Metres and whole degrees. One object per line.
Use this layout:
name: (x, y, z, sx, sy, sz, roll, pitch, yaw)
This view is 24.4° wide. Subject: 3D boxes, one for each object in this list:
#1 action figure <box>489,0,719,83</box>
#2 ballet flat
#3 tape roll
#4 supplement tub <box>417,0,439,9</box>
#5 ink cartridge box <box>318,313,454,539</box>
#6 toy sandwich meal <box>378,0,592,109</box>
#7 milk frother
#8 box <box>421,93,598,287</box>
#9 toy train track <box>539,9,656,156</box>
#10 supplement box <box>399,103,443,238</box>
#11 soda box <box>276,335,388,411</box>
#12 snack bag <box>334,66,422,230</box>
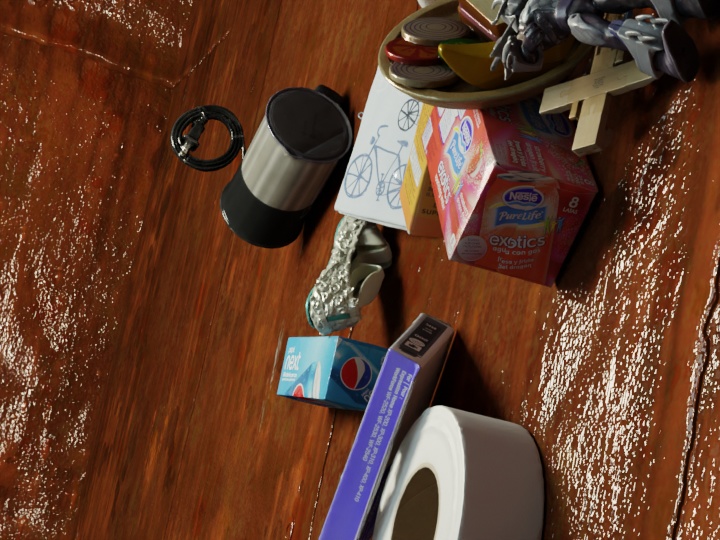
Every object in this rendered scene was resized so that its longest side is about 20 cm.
action figure: (0.170, -0.194, 1.236, 0.199, 0.069, 0.131, 12, 67, 48)
ballet flat: (0.000, 0.000, 1.765, 0.072, 0.071, 0.201, -62, 4, 39)
tape roll: (0.072, 0.213, 1.330, 0.202, 0.070, 0.204, -165, 90, -73)
supplement tub: (0.108, -0.325, 1.539, 0.201, 0.144, 0.146, -96, 26, -50)
ink cartridge box: (0.019, 0.153, 1.473, 0.200, 0.043, 0.200, -40, -30, -74)
toy sandwich meal: (0.108, -0.207, 1.373, 0.206, 0.203, 0.071, -99, -3, -54)
milk frother: (-0.131, -0.164, 2.122, 0.188, 0.198, 0.182, 123, 159, -47)
box: (0.120, -0.090, 1.383, 0.201, 0.095, 0.100, -99, 27, -55)
toy train track: (0.201, -0.171, 1.282, 0.114, 0.032, 0.201, -13, 52, 47)
supplement box: (0.089, -0.127, 1.521, 0.069, 0.066, 0.201, -100, 18, -54)
soda box: (-0.030, 0.110, 1.779, 0.200, 0.064, 0.068, 170, 114, -73)
snack bag: (0.049, -0.143, 1.733, 0.188, 0.021, 0.202, 15, 88, 59)
